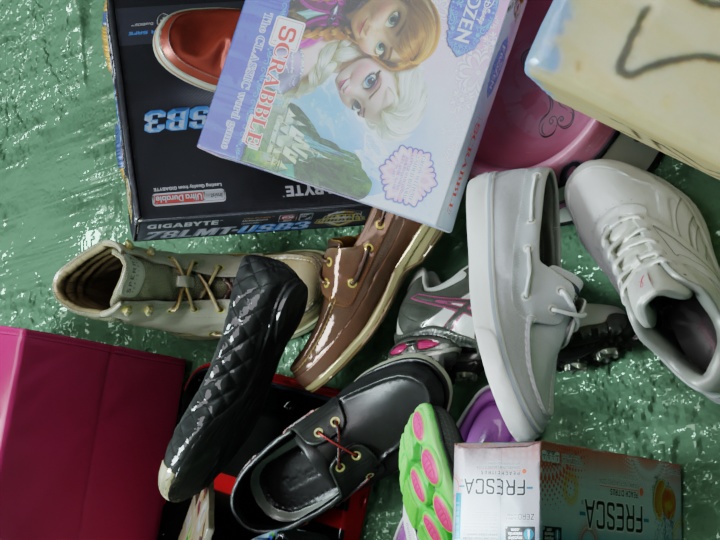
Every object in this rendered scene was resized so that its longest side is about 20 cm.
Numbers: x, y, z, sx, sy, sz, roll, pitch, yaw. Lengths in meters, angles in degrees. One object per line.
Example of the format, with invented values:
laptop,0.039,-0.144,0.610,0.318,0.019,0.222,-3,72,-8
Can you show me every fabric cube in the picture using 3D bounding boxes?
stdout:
fabric cube,-0.287,0.151,1.389,0.195,0.200,0.201,3,82,37

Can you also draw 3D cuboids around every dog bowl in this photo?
dog bowl,0.132,-0.137,1.223,0.199,0.074,0.201,-9,74,34

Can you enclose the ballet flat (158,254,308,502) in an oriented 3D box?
ballet flat,-0.103,0.084,1.277,0.057,0.066,0.201,27,89,28

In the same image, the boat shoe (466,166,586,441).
boat shoe,0.116,0.017,1.120,0.068,0.072,0.201,-15,51,19

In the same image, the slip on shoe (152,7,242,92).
slip on shoe,-0.060,-0.173,1.293,0.199,0.061,0.074,7,68,-7

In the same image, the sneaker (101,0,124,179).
sneaker,-0.169,-0.167,1.467,0.088,0.075,0.201,-15,77,21

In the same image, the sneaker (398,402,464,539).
sneaker,0.095,0.178,1.160,0.200,0.084,0.077,57,147,10

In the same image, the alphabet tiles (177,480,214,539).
alphabet tiles,-0.147,0.264,1.289,0.167,0.008,0.201,-106,35,-73

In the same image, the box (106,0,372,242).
box,-0.094,-0.127,1.327,0.050,0.199,0.199,114,149,-64

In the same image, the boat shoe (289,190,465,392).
boat shoe,0.000,0.000,1.275,0.067,0.072,0.201,33,103,-6

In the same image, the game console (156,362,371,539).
game console,-0.076,0.172,1.337,0.199,0.031,0.178,11,92,39

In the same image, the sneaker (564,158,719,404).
sneaker,0.198,0.000,1.108,0.078,0.099,0.200,-45,67,19

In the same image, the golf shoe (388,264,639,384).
golf shoe,0.105,0.031,1.203,0.199,0.077,0.089,-6,70,36

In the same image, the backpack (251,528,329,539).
backpack,-0.043,0.286,1.196,0.154,0.163,0.201,-35,72,50

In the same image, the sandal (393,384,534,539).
sandal,0.062,0.173,1.215,0.082,0.050,0.204,23,94,38

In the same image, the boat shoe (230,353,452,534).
boat shoe,-0.014,0.132,1.225,0.201,0.063,0.074,-37,86,30

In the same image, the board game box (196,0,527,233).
board game box,0.003,-0.152,1.214,0.199,0.041,0.201,18,91,19

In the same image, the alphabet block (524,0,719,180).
alphabet block,0.238,-0.157,1.031,0.199,0.196,0.196,28,98,10

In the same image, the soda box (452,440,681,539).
soda box,0.136,0.150,1.070,0.063,0.200,0.069,-6,77,36

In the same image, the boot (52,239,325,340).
boot,-0.129,0.013,1.329,0.199,0.154,0.072,-8,75,37
